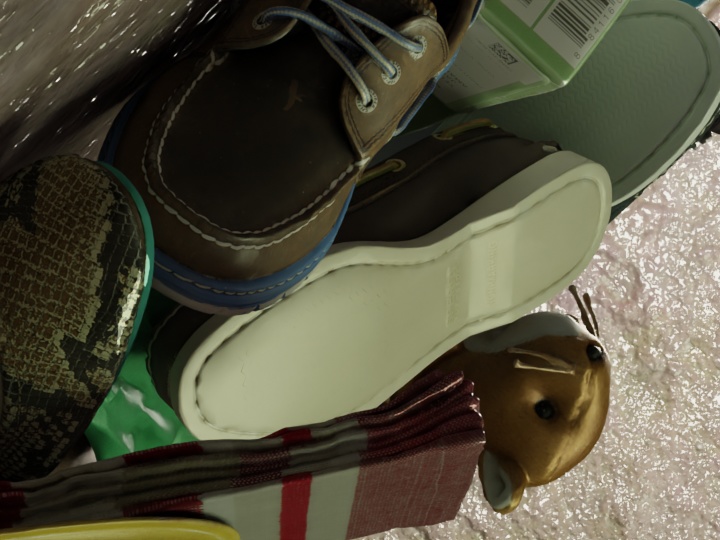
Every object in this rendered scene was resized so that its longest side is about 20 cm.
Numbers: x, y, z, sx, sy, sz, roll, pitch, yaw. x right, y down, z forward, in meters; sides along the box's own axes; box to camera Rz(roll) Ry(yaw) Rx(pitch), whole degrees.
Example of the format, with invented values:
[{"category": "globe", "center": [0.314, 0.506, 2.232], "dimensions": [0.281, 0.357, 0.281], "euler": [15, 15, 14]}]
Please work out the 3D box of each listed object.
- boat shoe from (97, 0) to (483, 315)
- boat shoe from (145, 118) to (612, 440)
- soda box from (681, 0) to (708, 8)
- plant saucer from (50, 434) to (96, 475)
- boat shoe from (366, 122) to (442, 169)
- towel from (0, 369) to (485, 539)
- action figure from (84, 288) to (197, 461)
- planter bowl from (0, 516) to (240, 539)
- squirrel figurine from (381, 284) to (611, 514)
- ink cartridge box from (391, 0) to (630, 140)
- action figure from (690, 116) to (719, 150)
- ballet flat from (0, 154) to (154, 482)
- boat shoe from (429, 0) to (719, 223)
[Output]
[{"category": "boat shoe", "center": [-0.015, -0.062, 0.784], "dimensions": [0.072, 0.072, 0.200], "euler": [-55, -179, 37]}, {"category": "boat shoe", "center": [0.000, 0.000, 0.921], "dimensions": [0.200, 0.060, 0.072], "euler": [-27, 134, -36]}, {"category": "soda box", "center": [0.111, -0.129, 1.117], "dimensions": [0.200, 0.068, 0.064], "euler": [-36, 180, 0]}, {"category": "plant saucer", "center": [-0.156, 0.142, 0.972], "dimensions": [0.200, 0.037, 0.200], "euler": [-34, 149, -24]}, {"category": "boat shoe", "center": [0.048, -0.077, 1.194], "dimensions": [0.199, 0.074, 0.068], "euler": [-55, 162, -6]}, {"category": "towel", "center": [-0.066, 0.071, 0.754], "dimensions": [0.200, 0.023, 0.144], "euler": [-12, 166, -5]}, {"category": "action figure", "center": [-0.080, 0.024, 0.913], "dimensions": [0.118, 0.055, 0.200], "euler": [-61, 165, -3]}, {"category": "planter bowl", "center": [-0.122, 0.130, 0.719], "dimensions": [0.200, 0.084, 0.200], "euler": [-12, 166, -3]}, {"category": "squirrel figurine", "center": [0.022, 0.043, 1.289], "dimensions": [0.200, 0.187, 0.142], "euler": [-48, 176, 26]}, {"category": "ink cartridge box", "center": [0.063, -0.121, 0.972], "dimensions": [0.146, 0.048, 0.200], "euler": [-53, -166, -13]}, {"category": "action figure", "center": [0.167, -0.106, 1.053], "dimensions": [0.130, 0.069, 0.200], "euler": [-42, 152, 1]}, {"category": "ballet flat", "center": [-0.121, 0.040, 0.736], "dimensions": [0.075, 0.068, 0.200], "euler": [-22, 164, -36]}, {"category": "boat shoe", "center": [0.068, -0.039, 1.024], "dimensions": [0.200, 0.076, 0.060], "euler": [-29, 163, 33]}]
